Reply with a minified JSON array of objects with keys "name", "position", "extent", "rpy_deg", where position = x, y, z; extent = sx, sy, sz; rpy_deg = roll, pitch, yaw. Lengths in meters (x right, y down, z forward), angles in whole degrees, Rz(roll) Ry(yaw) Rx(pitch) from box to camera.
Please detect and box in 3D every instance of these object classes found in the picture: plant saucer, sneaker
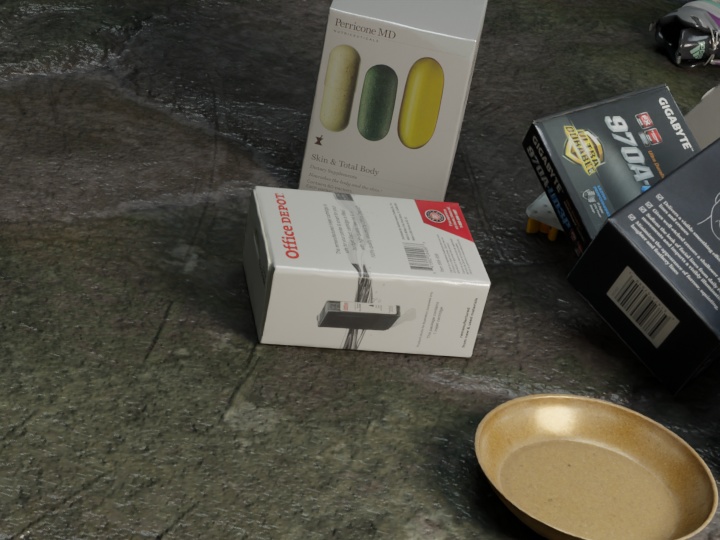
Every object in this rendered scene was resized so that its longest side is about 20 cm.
[{"name":"plant saucer","position":[0.184,0.170,1.447],"extent":[0.198,0.036,0.201],"rpy_deg":[10,29,-5]},{"name":"sneaker","position":[0.454,-0.280,2.300],"extent":[0.139,0.078,0.199],"rpy_deg":[-19,34,-39]}]

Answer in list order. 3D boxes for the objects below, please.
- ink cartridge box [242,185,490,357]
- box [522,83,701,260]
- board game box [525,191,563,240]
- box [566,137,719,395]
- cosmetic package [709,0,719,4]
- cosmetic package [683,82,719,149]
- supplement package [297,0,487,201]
[{"name":"ink cartridge box","position":[0.000,0.000,1.623],"extent":[0.198,0.084,0.145],"rpy_deg":[5,31,-14]},{"name":"box","position":[0.269,-0.073,1.770],"extent":[0.158,0.046,0.201],"rpy_deg":[-16,67,-19]},{"name":"board game box","position":[0.293,-0.050,1.880],"extent":[0.199,0.026,0.200],"rpy_deg":[23,31,18]},{"name":"box","position":[0.315,-0.011,1.648],"extent":[0.199,0.107,0.149],"rpy_deg":[-32,73,-32]},{"name":"cosmetic package","position":[0.518,-0.370,2.472],"extent":[0.103,0.074,0.200],"rpy_deg":[14,30,4]},{"name":"cosmetic package","position":[0.423,-0.102,1.852],"extent":[0.090,0.107,0.201],"rpy_deg":[1,57,-45]},{"name":"supplement package","position":[0.033,-0.183,1.833],"extent":[0.150,0.202,0.151],"rpy_deg":[13,29,2]}]
